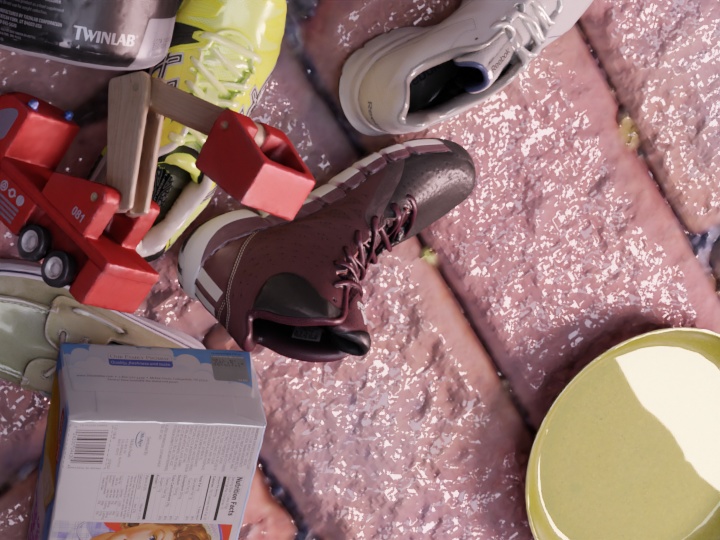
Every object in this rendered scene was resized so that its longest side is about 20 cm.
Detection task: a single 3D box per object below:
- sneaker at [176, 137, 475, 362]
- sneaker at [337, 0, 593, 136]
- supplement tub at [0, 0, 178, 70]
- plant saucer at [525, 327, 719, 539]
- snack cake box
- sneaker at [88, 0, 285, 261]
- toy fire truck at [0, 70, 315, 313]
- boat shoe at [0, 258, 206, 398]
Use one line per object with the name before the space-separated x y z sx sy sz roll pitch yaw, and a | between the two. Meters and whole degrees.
sneaker | 0.000 0.000 1.239 0.200 0.116 0.076 -24 140 -15
sneaker | 0.084 -0.141 1.253 0.200 0.087 0.075 -39 115 -7
supplement tub | -0.146 -0.217 1.116 0.122 0.123 0.200 7 104 -24
plant saucer | 0.198 0.129 1.420 0.200 0.031 0.200 -7 110 -20
snack cake box | -0.132 0.139 1.226 0.115 0.067 0.200 3 129 -16
sneaker | -0.091 -0.091 1.197 0.075 0.076 0.200 21 99 -26
toy fire truck | -0.131 -0.056 1.131 0.049 0.200 0.141 16 112 -55
boat shoe | -0.167 0.045 1.228 0.200 0.062 0.072 17 100 -26
